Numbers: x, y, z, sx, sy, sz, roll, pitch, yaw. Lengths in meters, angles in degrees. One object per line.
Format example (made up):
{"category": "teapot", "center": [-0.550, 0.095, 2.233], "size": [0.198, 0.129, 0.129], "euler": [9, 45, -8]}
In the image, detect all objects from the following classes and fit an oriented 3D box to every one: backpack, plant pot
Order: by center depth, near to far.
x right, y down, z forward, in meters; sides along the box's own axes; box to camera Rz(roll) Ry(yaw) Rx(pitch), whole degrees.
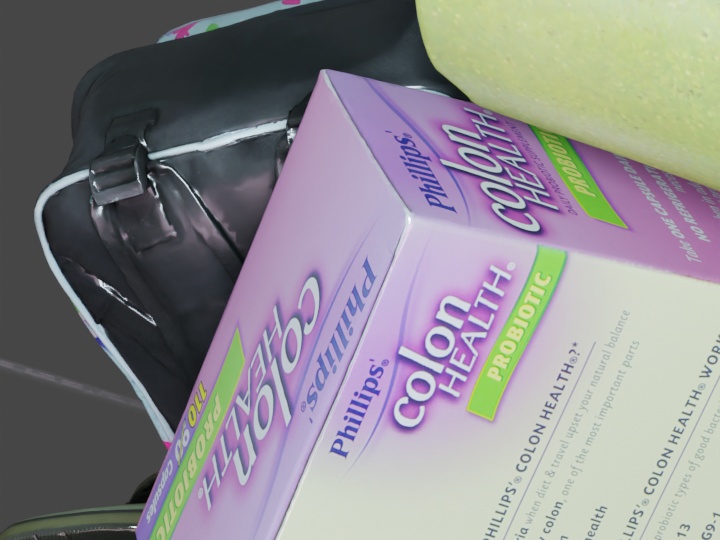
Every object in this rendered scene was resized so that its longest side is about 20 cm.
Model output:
{"category": "plant pot", "center": [0.122, -0.098, 0.869], "size": [0.183, 0.201, 0.201], "euler": [14, 137, 26]}
{"category": "backpack", "center": [0.000, 0.000, 1.038], "size": [0.177, 0.151, 0.201], "euler": [-14, 120, 21]}

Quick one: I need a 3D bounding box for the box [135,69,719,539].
{"category": "box", "center": [0.056, 0.053, 0.939], "size": [0.199, 0.097, 0.177], "euler": [11, 116, -25]}

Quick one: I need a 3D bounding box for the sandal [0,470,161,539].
{"category": "sandal", "center": [-0.050, 0.105, 1.213], "size": [0.200, 0.057, 0.080], "euler": [-13, 127, 0]}
